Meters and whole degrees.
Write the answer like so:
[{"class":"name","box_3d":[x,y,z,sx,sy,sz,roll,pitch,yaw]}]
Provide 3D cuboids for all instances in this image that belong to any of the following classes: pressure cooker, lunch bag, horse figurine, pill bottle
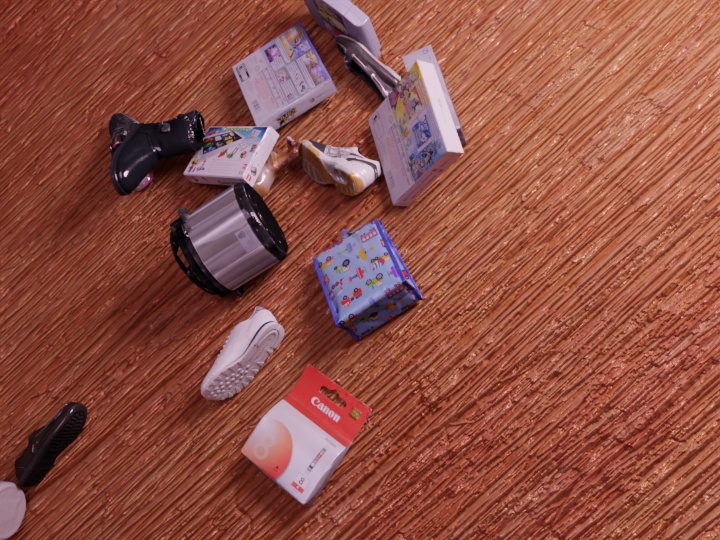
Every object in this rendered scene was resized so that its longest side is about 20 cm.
[{"class":"pressure cooker","box_3d":[-0.261,-0.054,1.429,0.199,0.179,0.177,-32,68,6]},{"class":"lunch bag","box_3d":[0.000,0.000,1.376,0.150,0.094,0.201,-32,56,10]},{"class":"horse figurine","box_3d":[-0.209,-0.201,1.518,0.200,0.050,0.132,-50,51,0]},{"class":"pill bottle","box_3d":[-0.781,0.473,1.478,0.198,0.112,0.114,-2,72,18]}]

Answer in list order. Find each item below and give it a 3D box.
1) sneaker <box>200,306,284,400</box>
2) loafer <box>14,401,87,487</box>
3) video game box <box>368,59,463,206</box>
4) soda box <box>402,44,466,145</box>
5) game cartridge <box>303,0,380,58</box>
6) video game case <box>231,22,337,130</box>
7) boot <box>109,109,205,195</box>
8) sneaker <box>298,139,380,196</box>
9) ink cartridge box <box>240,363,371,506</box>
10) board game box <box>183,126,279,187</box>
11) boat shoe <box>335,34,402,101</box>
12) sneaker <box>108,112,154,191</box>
[{"class":"sneaker","box_3d":[-0.233,0.160,1.416,0.200,0.076,0.080,-46,53,-4]},{"class":"loafer","box_3d":[-0.632,0.337,1.490,0.071,0.073,0.201,38,88,24]},{"class":"video game box","box_3d":[0.098,-0.253,1.384,0.182,0.046,0.202,-44,54,50]},{"class":"soda box","box_3d":[0.142,-0.330,1.436,0.063,0.068,0.202,-20,68,12]},{"class":"game cartridge","box_3d":[-0.047,-0.524,1.530,0.041,0.133,0.200,-45,64,-8]},{"class":"video game case","box_3d":[-0.163,-0.404,1.567,0.180,0.045,0.201,-31,57,9]},{"class":"boot","box_3d":[-0.416,-0.250,1.544,0.166,0.077,0.201,-8,47,19]},{"class":"sneaker","box_3d":[-0.042,-0.212,1.471,0.087,0.076,0.199,-34,50,-27]},{"class":"ink cartridge box","box_3d":[-0.098,0.290,1.330,0.161,0.050,0.201,32,89,25]},{"class":"board game box","box_3d":[-0.268,-0.237,1.529,0.199,0.035,0.127,10,67,41]},{"class":"boat shoe","box_3d":[0.007,-0.410,1.511,0.057,0.067,0.200,-46,68,-5]},{"class":"sneaker","box_3d":[-0.518,-0.279,1.643,0.080,0.086,0.201,-32,65,5]}]
